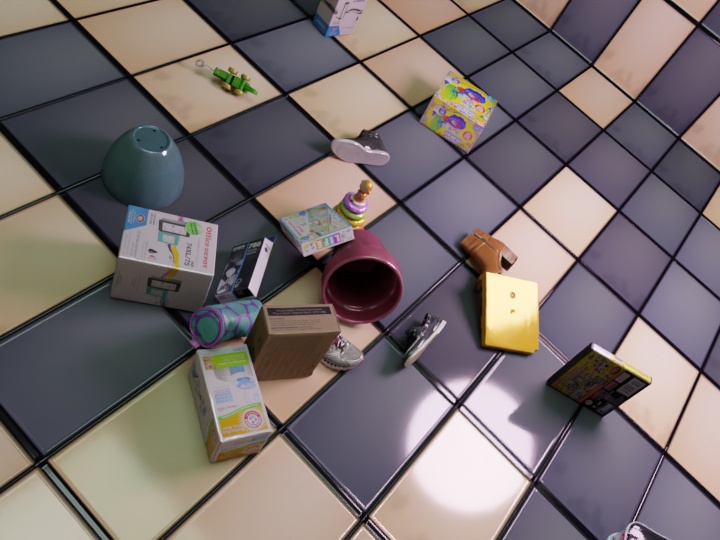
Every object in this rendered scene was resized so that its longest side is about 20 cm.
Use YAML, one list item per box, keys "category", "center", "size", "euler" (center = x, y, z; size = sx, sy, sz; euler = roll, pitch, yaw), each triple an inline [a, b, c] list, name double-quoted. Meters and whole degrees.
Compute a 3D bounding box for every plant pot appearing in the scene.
- category: "plant pot"
  center: [-0.514, -0.269, 1.687]
  size: [0.197, 0.135, 0.203]
  euler: [15, 48, -17]
- category: "plant pot"
  center: [0.000, 0.000, 1.722]
  size: [0.197, 0.202, 0.180]
  euler: [17, 31, -15]

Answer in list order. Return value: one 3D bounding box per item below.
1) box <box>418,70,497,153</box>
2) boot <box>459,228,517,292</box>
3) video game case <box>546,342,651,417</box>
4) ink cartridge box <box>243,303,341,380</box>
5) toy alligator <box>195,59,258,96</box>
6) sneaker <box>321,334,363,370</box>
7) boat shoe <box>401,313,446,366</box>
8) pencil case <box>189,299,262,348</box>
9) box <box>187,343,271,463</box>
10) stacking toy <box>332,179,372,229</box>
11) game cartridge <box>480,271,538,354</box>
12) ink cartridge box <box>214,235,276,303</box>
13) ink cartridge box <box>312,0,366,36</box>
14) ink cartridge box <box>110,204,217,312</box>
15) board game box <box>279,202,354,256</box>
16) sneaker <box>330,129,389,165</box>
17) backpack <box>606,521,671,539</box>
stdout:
- category: "box"
  center: [0.333, -0.539, 2.373]
  size: [0.198, 0.123, 0.194]
  euler: [32, 47, -1]
- category: "boot"
  center: [0.344, -0.032, 2.013]
  size: [0.154, 0.074, 0.199]
  euler: [39, 46, 16]
- category: "video game case"
  center: [0.610, 0.284, 1.798]
  size: [0.179, 0.201, 0.026]
  euler: [30, 48, -3]
- category: "ink cartridge box"
  center: [-0.155, 0.154, 1.490]
  size: [0.162, 0.201, 0.076]
  euler: [-1, 54, -29]
- category: "toy alligator"
  center: [-0.389, -0.565, 2.056]
  size: [0.197, 0.060, 0.054]
  euler: [26, 4, -5]
- category: "sneaker"
  center: [-0.080, 0.159, 1.610]
  size: [0.198, 0.083, 0.078]
  euler: [30, 46, -4]
- category: "boat shoe"
  center: [0.143, 0.164, 1.733]
  size: [0.066, 0.075, 0.199]
  euler: [40, 45, 10]
- category: "pencil case"
  center: [-0.278, 0.112, 1.487]
  size: [0.085, 0.092, 0.199]
  euler: [48, 16, 13]
- category: "box"
  center: [-0.265, 0.266, 1.409]
  size: [0.111, 0.102, 0.202]
  euler: [-4, 56, -29]
- category: "stacking toy"
  center: [-0.017, -0.161, 1.821]
  size: [0.108, 0.201, 0.117]
  euler: [-7, 58, -32]
- category: "game cartridge"
  center: [0.406, 0.117, 1.900]
  size: [0.173, 0.032, 0.204]
  euler: [11, 72, -20]
- category: "ink cartridge box"
  center: [-0.267, -0.013, 1.641]
  size: [0.039, 0.098, 0.202]
  euler: [56, 31, -36]
- category: "ink cartridge box"
  center: [-0.061, -0.922, 2.415]
  size: [0.145, 0.201, 0.085]
  euler: [-23, 66, -38]
- category: "ink cartridge box"
  center: [-0.425, -0.022, 1.525]
  size: [0.197, 0.147, 0.149]
  euler: [12, 49, -20]
- category: "board game box"
  center: [-0.112, -0.105, 1.739]
  size: [0.132, 0.035, 0.200]
  euler: [-20, 28, -14]
- category: "sneaker"
  center: [-0.010, -0.379, 2.098]
  size: [0.197, 0.071, 0.100]
  euler: [8, 49, -31]
- category: "backpack"
  center: [0.626, 0.663, 1.534]
  size: [0.199, 0.151, 0.179]
  euler: [35, 42, -8]
